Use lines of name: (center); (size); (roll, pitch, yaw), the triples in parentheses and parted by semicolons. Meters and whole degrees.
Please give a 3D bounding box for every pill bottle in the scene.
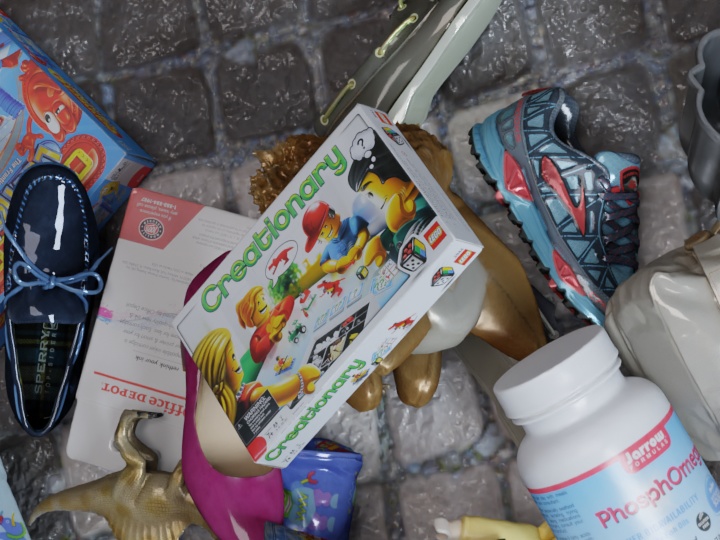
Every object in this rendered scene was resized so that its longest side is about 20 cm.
pill bottle: (0.169, 0.141, 1.462); (0.108, 0.109, 0.201); (-29, 97, 13)

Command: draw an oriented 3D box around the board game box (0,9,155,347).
board game box: (-0.290, -0.073, 1.710); (0.196, 0.056, 0.200); (43, 98, 18)

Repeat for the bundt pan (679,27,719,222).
bundt pan: (0.295, -0.076, 1.465); (0.202, 0.202, 0.076); (37, 139, 18)

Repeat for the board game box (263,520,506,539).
board game box: (0.012, 0.249, 1.456); (0.199, 0.062, 0.201); (-14, 98, -2)

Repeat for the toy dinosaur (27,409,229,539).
toy dinosaur: (-0.155, 0.147, 1.568); (0.199, 0.058, 0.102); (5, 86, 24)

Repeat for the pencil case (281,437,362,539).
pencil case: (-0.056, 0.214, 1.590); (0.086, 0.078, 0.201); (11, 87, 3)

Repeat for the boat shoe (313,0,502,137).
boat shoe: (0.042, -0.161, 1.602); (0.060, 0.072, 0.202); (37, 100, 13)

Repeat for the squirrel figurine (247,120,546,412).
squirrel figurine: (0.000, 0.000, 1.545); (0.186, 0.141, 0.201); (-23, 81, 55)

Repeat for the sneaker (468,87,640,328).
sneaker: (0.155, -0.040, 1.545); (0.095, 0.079, 0.201); (-36, 75, 15)

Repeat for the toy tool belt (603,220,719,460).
toy tool belt: (0.259, 0.062, 1.480); (0.123, 0.125, 0.201); (-33, 95, -23)

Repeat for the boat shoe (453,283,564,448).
boat shoe: (0.108, 0.044, 1.577); (0.062, 0.073, 0.201); (-16, 67, -29)

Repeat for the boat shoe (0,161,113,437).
boat shoe: (-0.217, 0.025, 1.633); (0.084, 0.069, 0.201); (-3, 110, -7)

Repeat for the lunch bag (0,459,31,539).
lunch bag: (-0.325, 0.219, 1.655); (0.200, 0.127, 0.171); (-39, 68, 42)

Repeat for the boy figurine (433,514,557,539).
boy figurine: (0.080, 0.199, 1.533); (0.199, 0.125, 0.065); (-19, 48, 4)

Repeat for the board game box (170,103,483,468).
board game box: (-0.025, 0.010, 1.431); (0.200, 0.035, 0.126); (-49, 54, 19)

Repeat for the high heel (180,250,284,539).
high heel: (-0.084, 0.088, 1.504); (0.067, 0.096, 0.201); (-5, 56, -23)

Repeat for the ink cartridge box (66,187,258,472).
ink cartridge box: (-0.128, 0.053, 1.637); (0.116, 0.067, 0.201); (15, 88, 20)
